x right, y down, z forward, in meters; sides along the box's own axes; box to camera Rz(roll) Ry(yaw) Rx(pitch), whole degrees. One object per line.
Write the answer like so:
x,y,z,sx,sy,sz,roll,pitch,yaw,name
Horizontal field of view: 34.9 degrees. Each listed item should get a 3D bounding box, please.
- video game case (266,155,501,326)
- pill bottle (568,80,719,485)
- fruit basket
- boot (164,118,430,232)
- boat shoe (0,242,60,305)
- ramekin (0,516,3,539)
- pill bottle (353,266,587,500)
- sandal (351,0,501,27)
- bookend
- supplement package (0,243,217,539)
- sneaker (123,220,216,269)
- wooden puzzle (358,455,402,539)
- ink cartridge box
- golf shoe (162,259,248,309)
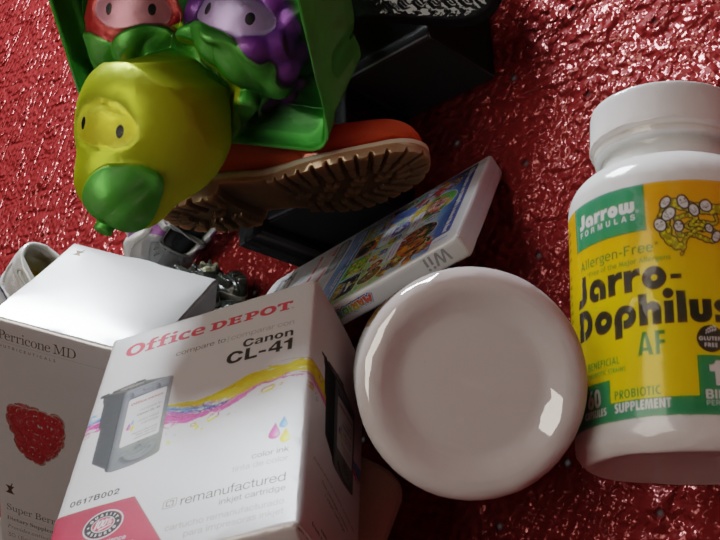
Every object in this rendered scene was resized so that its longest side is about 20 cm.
0.000,0.000,0.775,0.200,0.018,0.143,-30,14,26,video game case
0.168,0.007,0.612,0.113,0.113,0.200,-15,64,41,pill bottle
-0.118,-0.127,0.713,0.216,0.215,0.156,32,142,47,fruit basket
-0.046,-0.093,0.777,0.200,0.075,0.107,-5,69,26,boot
-0.211,0.048,0.948,0.202,0.075,0.086,43,128,9,boat shoe
-0.238,0.276,0.927,0.200,0.105,0.201,-19,61,40,ramekin
0.052,0.059,0.646,0.200,0.114,0.115,110,178,-87,pill bottle
0.002,-0.195,0.782,0.200,0.048,0.076,13,88,19,sandal
0.007,-0.126,0.842,0.199,0.092,0.200,-20,62,39,bookend
-0.187,0.103,0.844,0.121,0.120,0.200,13,119,12,supplement package
-0.123,-0.062,0.952,0.140,0.078,0.200,26,94,54,sneaker
-0.074,0.185,0.728,0.200,0.037,0.185,17,83,44,wooden puzzle
-0.080,0.111,0.647,0.147,0.086,0.200,-17,34,12,ink cartridge box
-0.093,0.060,0.902,0.200,0.077,0.088,29,116,49,golf shoe
